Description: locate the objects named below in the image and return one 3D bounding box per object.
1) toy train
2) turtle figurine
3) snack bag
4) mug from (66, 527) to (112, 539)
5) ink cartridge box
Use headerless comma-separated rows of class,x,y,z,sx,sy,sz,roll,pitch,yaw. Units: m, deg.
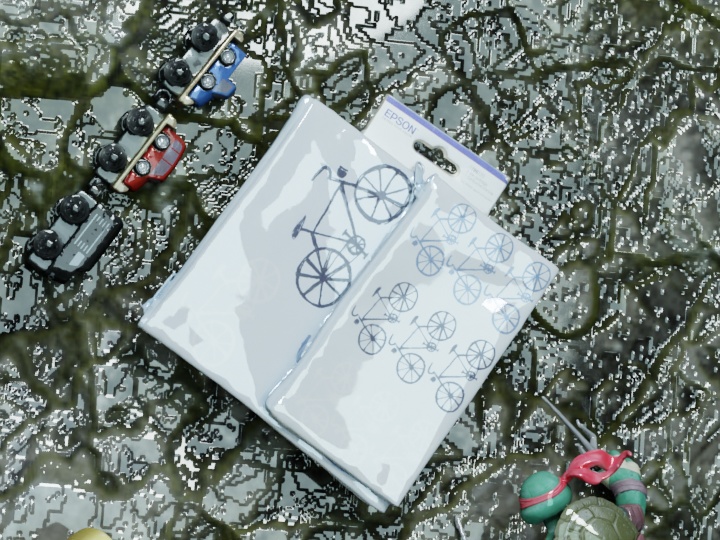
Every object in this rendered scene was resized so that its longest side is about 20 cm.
toy train,-0.132,-0.074,1.726,0.046,0.034,0.200,38,80,-11
turtle figurine,0.137,0.187,1.738,0.149,0.101,0.200,-34,99,-12
snack bag,-0.007,0.015,1.715,0.200,0.021,0.189,38,80,-8
mug,-0.092,0.236,1.651,0.149,0.153,0.187,-7,87,-12
ink cartridge box,0.000,0.000,1.748,0.099,0.039,0.200,35,81,-8
